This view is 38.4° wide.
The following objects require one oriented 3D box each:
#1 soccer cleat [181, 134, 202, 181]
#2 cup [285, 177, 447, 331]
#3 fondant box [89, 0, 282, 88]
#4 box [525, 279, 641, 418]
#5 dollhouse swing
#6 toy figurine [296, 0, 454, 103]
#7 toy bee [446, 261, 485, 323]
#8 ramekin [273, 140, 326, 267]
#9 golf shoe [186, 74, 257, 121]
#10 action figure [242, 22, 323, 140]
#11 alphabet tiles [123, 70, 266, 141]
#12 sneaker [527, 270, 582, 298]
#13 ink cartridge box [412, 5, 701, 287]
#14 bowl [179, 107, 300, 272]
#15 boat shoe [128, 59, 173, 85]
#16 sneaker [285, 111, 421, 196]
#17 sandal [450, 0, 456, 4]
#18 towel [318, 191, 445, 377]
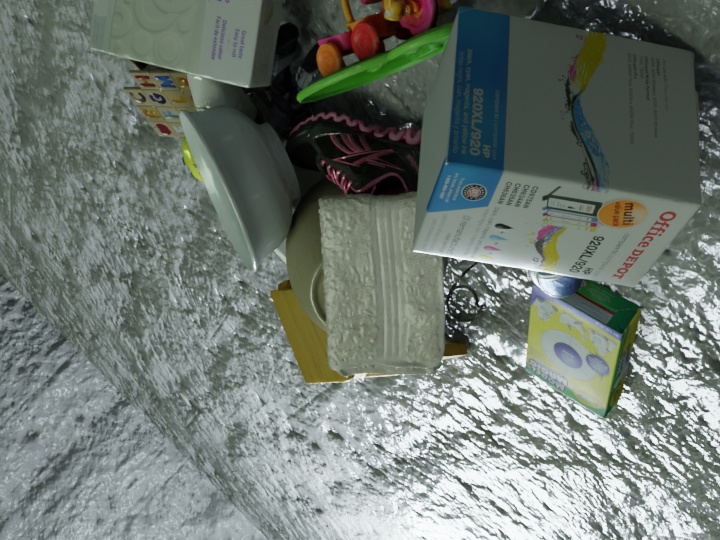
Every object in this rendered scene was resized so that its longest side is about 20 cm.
[{"bbox_3d":[-0.165,-0.129,1.402,0.082,0.066,0.200,0,151,33],"label":"soccer cleat"},{"bbox_3d":[0.000,0.000,1.177,0.201,0.199,0.144,49,-162,-11],"label":"cup"},{"bbox_3d":[-0.181,-0.286,1.084,0.196,0.058,0.147,15,106,15],"label":"fondant box"},{"bbox_3d":[0.246,0.087,1.172,0.116,0.048,0.202,31,153,26],"label":"box"},{"bbox_3d":[0.018,0.065,1.375,0.185,0.174,0.199,66,-161,13],"label":"dollhouse swing"},{"bbox_3d":[-0.002,-0.267,0.903,0.198,0.149,0.188,-12,99,54],"label":"toy figurine"},{"bbox_3d":[0.133,-0.066,1.071,0.131,0.108,0.202,41,131,24],"label":"toy bee"},{"bbox_3d":[-0.056,-0.067,1.329,0.201,0.094,0.204,34,152,20],"label":"ramekin"},{"bbox_3d":[-0.169,-0.172,1.280,0.074,0.093,0.201,17,155,28],"label":"golf shoe"},{"bbox_3d":[-0.084,-0.204,1.200,0.129,0.070,0.201,35,157,6],"label":"action figure"},{"bbox_3d":[-0.212,-0.206,1.365,0.196,0.006,0.167,7,152,27],"label":"alphabet tiles"},{"bbox_3d":[0.215,-0.030,1.006,0.077,0.076,0.202,36,155,24],"label":"sneaker"},{"bbox_3d":[0.154,-0.094,0.834,0.195,0.147,0.148,9,154,-4],"label":"ink cartridge box"},{"bbox_3d":[-0.128,-0.108,1.194,0.203,0.089,0.202,61,168,23],"label":"bowl"},{"bbox_3d":[-0.267,-0.266,1.376,0.201,0.065,0.072,50,154,-12],"label":"boat shoe"},{"bbox_3d":[-0.002,-0.111,1.132,0.196,0.097,0.079,9,153,24],"label":"sneaker"},{"bbox_3d":[0.098,-0.274,0.854,0.084,0.049,0.202,63,164,-14],"label":"sandal"},{"bbox_3d":[0.024,0.017,1.085,0.129,0.035,0.204,-2,110,6],"label":"towel"}]
